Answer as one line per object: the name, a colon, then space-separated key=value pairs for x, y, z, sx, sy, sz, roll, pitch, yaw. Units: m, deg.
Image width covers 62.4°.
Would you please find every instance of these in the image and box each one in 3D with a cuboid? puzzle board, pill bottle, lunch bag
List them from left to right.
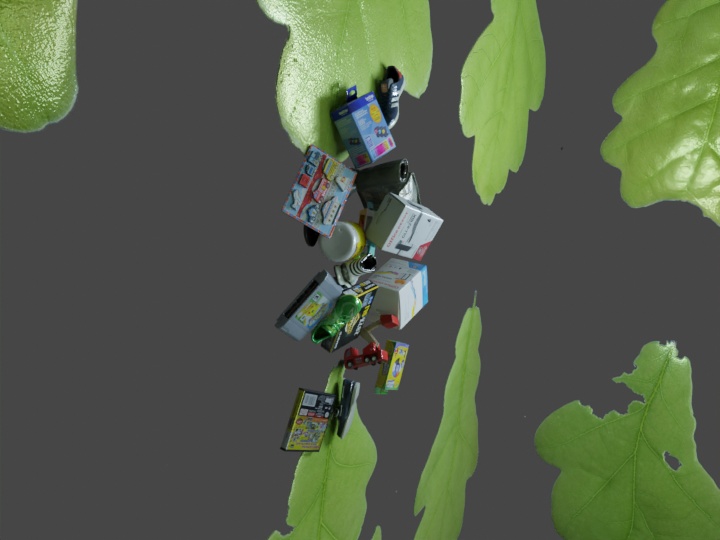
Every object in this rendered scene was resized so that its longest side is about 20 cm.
puzzle board: x=-0.104 y=-0.209 z=1.564 sx=0.149 sy=0.017 sz=0.203 roll=28 pitch=74 yaw=-20
pill bottle: x=-0.043 y=-0.084 z=1.681 sx=0.200 sy=0.107 sz=0.112 roll=-22 pitch=122 yaw=-76
lunch bag: x=0.097 y=-0.206 z=1.842 sx=0.119 sy=0.162 sz=0.202 roll=-56 pitch=143 yaw=-27

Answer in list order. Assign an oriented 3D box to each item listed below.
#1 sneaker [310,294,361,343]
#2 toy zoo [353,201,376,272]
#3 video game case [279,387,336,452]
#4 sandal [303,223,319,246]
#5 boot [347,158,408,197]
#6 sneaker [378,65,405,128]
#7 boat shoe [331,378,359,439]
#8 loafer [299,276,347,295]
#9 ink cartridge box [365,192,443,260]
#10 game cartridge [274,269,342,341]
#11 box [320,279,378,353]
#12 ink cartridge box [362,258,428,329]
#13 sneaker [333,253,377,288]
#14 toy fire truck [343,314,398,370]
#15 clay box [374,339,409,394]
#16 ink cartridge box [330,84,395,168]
sneaker: x=-0.068 y=0.144 z=1.682 sx=0.074 sy=0.200 sz=0.084 roll=38 pitch=29 yaw=-19
toy zoo: x=0.017 y=-0.105 z=1.795 sx=0.020 sy=0.131 sz=0.205 roll=6 pitch=96 yaw=-20
video game case: x=-0.155 y=0.458 z=1.809 sx=0.199 sy=0.025 sz=0.184 roll=31 pitch=74 yaw=-59
sandal: x=-0.103 y=-0.161 z=1.641 sx=0.075 sy=0.044 sz=0.203 roll=47 pitch=61 yaw=-57
boot: x=0.024 y=-0.241 z=1.646 sx=0.073 sy=0.196 sz=0.184 roll=71 pitch=31 yaw=-44
sneaker: x=0.079 y=-0.522 z=1.787 sx=0.084 sy=0.074 sz=0.204 roll=42 pitch=55 yaw=-58
boat shoe: x=-0.053 y=0.451 z=1.939 sx=0.075 sy=0.061 sz=0.204 roll=-39 pitch=144 yaw=-68
loafer: x=-0.114 y=0.057 z=1.709 sx=0.198 sy=0.063 sz=0.072 roll=-7 pitch=138 yaw=-54
ink cartridge box: x=0.128 y=-0.124 z=1.728 sx=0.198 sy=0.084 sz=0.146 roll=13 pitch=112 yaw=-48
game cartridge: x=-0.136 y=0.100 z=1.620 sx=0.201 sy=0.040 sz=0.133 roll=-48 pitch=153 yaw=-3
box: x=-0.033 y=0.138 z=1.812 sx=0.159 sy=0.049 sz=0.203 roll=-25 pitch=141 yaw=-56
ink cartridge box: x=0.119 y=0.075 z=2.003 sx=0.199 sy=0.145 sz=0.147 roll=-39 pitch=132 yaw=-47
sneaker: x=0.000 y=0.000 z=1.697 sx=0.200 sy=0.113 sz=0.077 roll=-10 pitch=84 yaw=-80
toy fire truck: x=0.032 y=0.231 z=1.908 sx=0.049 sy=0.197 sz=0.144 roll=30 pitch=48 yaw=-55
clay box: x=0.116 y=0.364 z=2.205 sx=0.114 sy=0.047 sz=0.204 roll=18 pitch=84 yaw=-59
ink cartridge box: x=0.003 y=-0.406 z=1.656 sx=0.136 sy=0.075 sz=0.203 roll=-42 pitch=111 yaw=-45
